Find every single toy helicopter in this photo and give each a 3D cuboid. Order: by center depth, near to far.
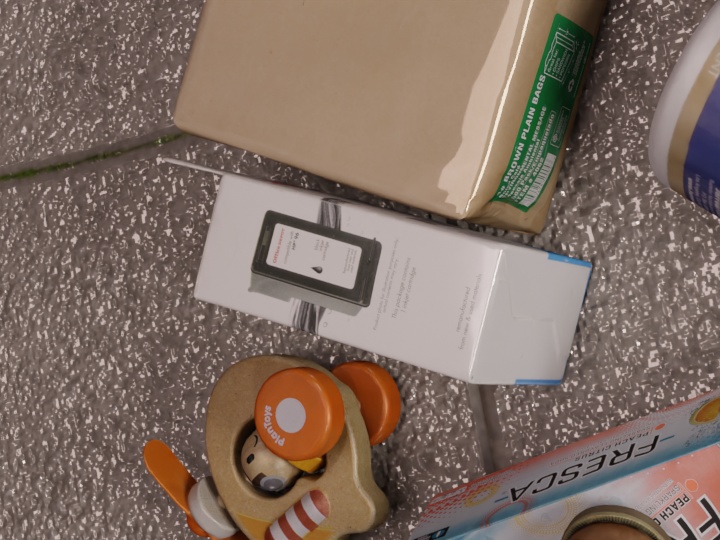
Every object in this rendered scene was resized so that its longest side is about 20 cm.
[{"bbox_3d":[-0.043,0.145,0.865,0.132,0.079,0.201,-11,86,29],"label":"toy helicopter"}]

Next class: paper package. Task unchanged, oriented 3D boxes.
[{"bbox_3d":[0.025,-0.139,0.828,0.190,0.103,0.201,20,96,29],"label":"paper package"}]

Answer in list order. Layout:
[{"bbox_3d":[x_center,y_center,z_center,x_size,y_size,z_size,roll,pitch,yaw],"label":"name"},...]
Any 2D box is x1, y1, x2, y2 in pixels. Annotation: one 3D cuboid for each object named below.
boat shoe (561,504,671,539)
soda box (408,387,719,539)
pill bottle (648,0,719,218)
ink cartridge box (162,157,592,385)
[{"bbox_3d":[0.115,0.205,0.734,0.072,0.068,0.201,3,114,19],"label":"boat shoe"},{"bbox_3d":[0.122,0.116,0.769,0.199,0.068,0.064,-25,100,26],"label":"soda box"},{"bbox_3d":[0.234,-0.040,0.701,0.200,0.111,0.111,34,103,26],"label":"pill bottle"},{"bbox_3d":[0.000,0.000,0.825,0.199,0.116,0.068,16,93,29],"label":"ink cartridge box"}]
